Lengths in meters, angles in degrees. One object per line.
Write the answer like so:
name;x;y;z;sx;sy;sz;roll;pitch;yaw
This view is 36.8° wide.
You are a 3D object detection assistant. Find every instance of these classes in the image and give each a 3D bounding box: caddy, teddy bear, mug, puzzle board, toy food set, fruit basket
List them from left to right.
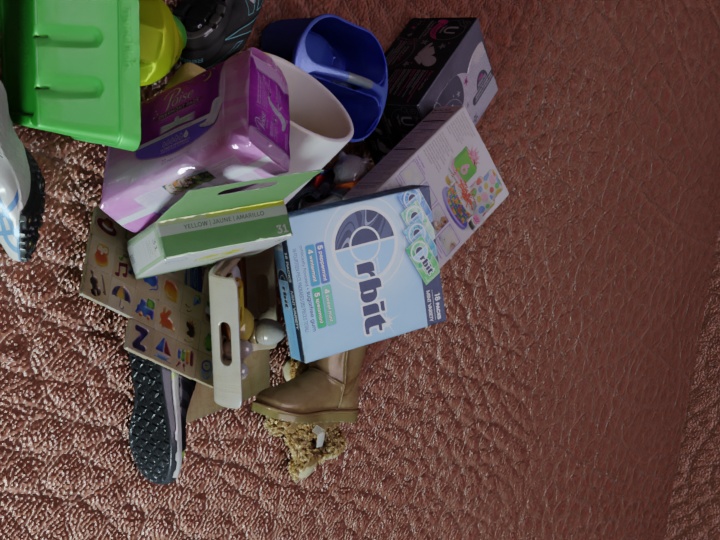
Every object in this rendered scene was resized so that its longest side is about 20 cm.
fruit basket;-0.234;-0.219;1.025;0.215;0.155;0.217;-9;106;-37
puzzle board;-0.163;0.066;1.297;0.150;0.017;0.201;-16;110;-52
mug;-0.124;-0.149;1.199;0.153;0.186;0.149;-51;-179;28
toy food set;-0.124;0.052;1.225;0.200;0.060;0.144;-70;160;-74
teddy bear;-0.068;0.184;1.433;0.145;0.067;0.201;-40;133;-25
caddy;-0.039;-0.235;1.328;0.200;0.105;0.142;5;92;-56

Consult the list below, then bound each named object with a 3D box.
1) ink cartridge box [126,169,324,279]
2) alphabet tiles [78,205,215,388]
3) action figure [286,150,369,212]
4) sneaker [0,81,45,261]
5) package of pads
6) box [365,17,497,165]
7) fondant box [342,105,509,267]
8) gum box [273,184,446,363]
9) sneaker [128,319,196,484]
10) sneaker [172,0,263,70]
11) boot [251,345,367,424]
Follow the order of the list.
ink cartridge box;-0.134;-0.044;1.073;0.145;0.200;0.048;-13;86;-30
alphabet tiles;-0.215;0.017;1.153;0.200;0.008;0.168;33;51;-46
action figure;-0.010;-0.064;1.422;0.200;0.104;0.194;-29;130;-49
sneaker;-0.335;-0.092;0.973;0.072;0.072;0.201;-83;170;-48
package of pads;-0.163;-0.126;1.065;0.076;0.199;0.121;35;44;-47
box;0.096;-0.245;1.520;0.200;0.114;0.132;-56;138;-32
fondant box;0.088;-0.096;1.392;0.200;0.058;0.145;-45;119;-25
gum box;0.000;0.000;1.278;0.199;0.044;0.171;-15;103;-27
sneaker;-0.204;0.137;1.200;0.083;0.071;0.201;-12;107;-53
sneaker;-0.148;-0.296;1.203;0.200;0.075;0.079;-57;159;-30
boot;-0.052;0.083;1.324;0.175;0.066;0.201;8;91;-52
